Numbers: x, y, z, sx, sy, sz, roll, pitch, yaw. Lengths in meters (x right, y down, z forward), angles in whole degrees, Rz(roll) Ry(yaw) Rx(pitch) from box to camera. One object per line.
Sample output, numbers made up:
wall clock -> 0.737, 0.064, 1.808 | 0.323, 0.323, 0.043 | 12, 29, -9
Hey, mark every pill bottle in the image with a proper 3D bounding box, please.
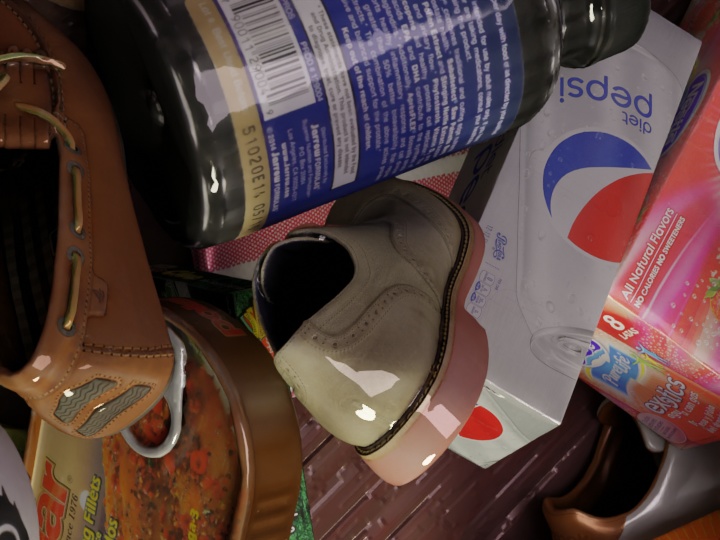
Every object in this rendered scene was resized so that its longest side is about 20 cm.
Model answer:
pill bottle -> 0.005, -0.092, 0.788 | 0.199, 0.112, 0.113 | -22, 105, -19

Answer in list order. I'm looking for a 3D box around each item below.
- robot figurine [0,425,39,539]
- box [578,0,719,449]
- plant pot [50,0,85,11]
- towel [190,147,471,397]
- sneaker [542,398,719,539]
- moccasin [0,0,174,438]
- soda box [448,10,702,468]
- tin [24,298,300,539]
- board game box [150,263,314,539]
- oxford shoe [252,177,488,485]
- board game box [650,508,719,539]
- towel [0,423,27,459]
robot figurine -> -0.213, 0.099, 0.736 | 0.199, 0.150, 0.126 | 5, 66, -27
box -> 0.167, -0.035, 0.920 | 0.102, 0.095, 0.201 | 35, 69, -10
plant pot -> -0.035, -0.159, 0.758 | 0.199, 0.200, 0.028 | -21, 78, -25
towel -> -0.014, -0.051, 0.889 | 0.146, 0.030, 0.201 | -12, 98, -27
sneaker -> 0.167, 0.071, 0.970 | 0.200, 0.073, 0.085 | -43, 115, -17
moccasin -> -0.129, -0.031, 0.746 | 0.073, 0.202, 0.078 | -33, 143, 22
soda box -> 0.073, -0.023, 0.857 | 0.063, 0.068, 0.201 | 30, 59, -10
tin -> -0.082, 0.107, 0.782 | 0.042, 0.112, 0.201 | -11, 119, -54
board game box -> -0.050, 0.100, 0.839 | 0.023, 0.105, 0.201 | -15, 103, -30
oxford shoe -> 0.000, 0.000, 0.764 | 0.074, 0.200, 0.071 | 36, 104, -16
board game box -> 0.178, 0.247, 0.891 | 0.199, 0.200, 0.201 | -19, 125, -25
towel -> -0.143, 0.166, 0.845 | 0.086, 0.018, 0.201 | 16, 88, -28
